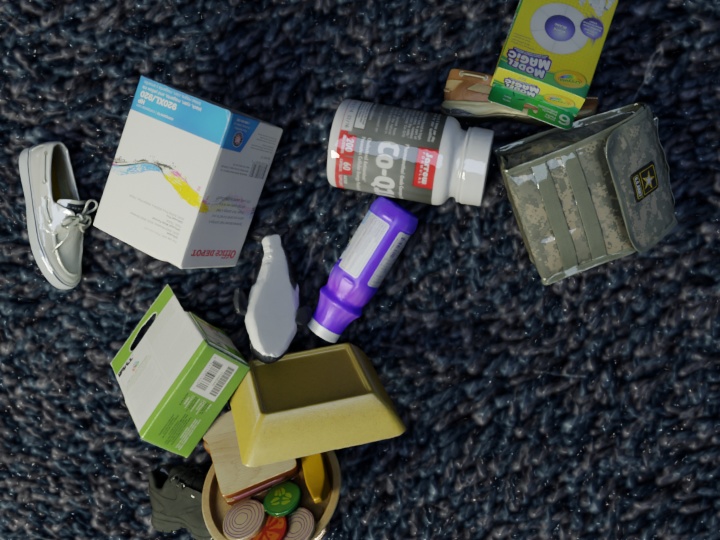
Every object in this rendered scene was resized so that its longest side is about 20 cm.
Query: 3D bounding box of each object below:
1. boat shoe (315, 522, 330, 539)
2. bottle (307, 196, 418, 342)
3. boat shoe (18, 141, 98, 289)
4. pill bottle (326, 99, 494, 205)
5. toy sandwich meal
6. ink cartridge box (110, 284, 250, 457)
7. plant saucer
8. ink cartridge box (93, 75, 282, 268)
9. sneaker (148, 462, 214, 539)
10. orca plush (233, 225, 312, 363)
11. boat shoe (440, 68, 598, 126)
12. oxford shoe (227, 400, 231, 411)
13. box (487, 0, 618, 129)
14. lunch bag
[{"bbox_3d":[-0.129,0.308,1.193,0.199,0.072,0.076,37,98,2],"label":"boat shoe"},{"bbox_3d":[0.000,0.000,1.145,0.065,0.083,0.201,34,99,9],"label":"bottle"},{"bbox_3d":[-0.402,-0.079,1.187,0.085,0.074,0.204,-12,87,25],"label":"boat shoe"},{"bbox_3d":[0.065,-0.147,1.105,0.198,0.114,0.115,11,96,8],"label":"pill bottle"},{"bbox_3d":[-0.119,0.259,1.090,0.203,0.071,0.207,-7,51,9],"label":"toy sandwich meal"},{"bbox_3d":[-0.247,0.126,1.159,0.076,0.200,0.148,34,94,-34],"label":"ink cartridge box"},{"bbox_3d":[-0.063,0.153,1.082,0.198,0.200,0.049,-10,113,-11],"label":"plant saucer"},{"bbox_3d":[-0.220,-0.120,1.116,0.143,0.147,0.202,23,98,18],"label":"ink cartridge box"},{"bbox_3d":[-0.220,0.307,1.167,0.198,0.076,0.092,-6,102,33],"label":"sneaker"},{"bbox_3d":[-0.130,0.040,1.159,0.104,0.071,0.202,-4,61,-27],"label":"orca plush"},{"bbox_3d":[0.202,-0.227,1.106,0.197,0.076,0.075,4,93,5],"label":"boat shoe"},{"bbox_3d":[-0.116,0.212,1.191,0.075,0.058,0.200,-44,91,6],"label":"oxford shoe"},{"bbox_3d":[0.238,-0.278,1.070,0.116,0.048,0.202,20,73,4],"label":"box"},{"bbox_3d":[0.288,-0.099,1.073,0.198,0.118,0.165,-20,111,7],"label":"lunch bag"}]
